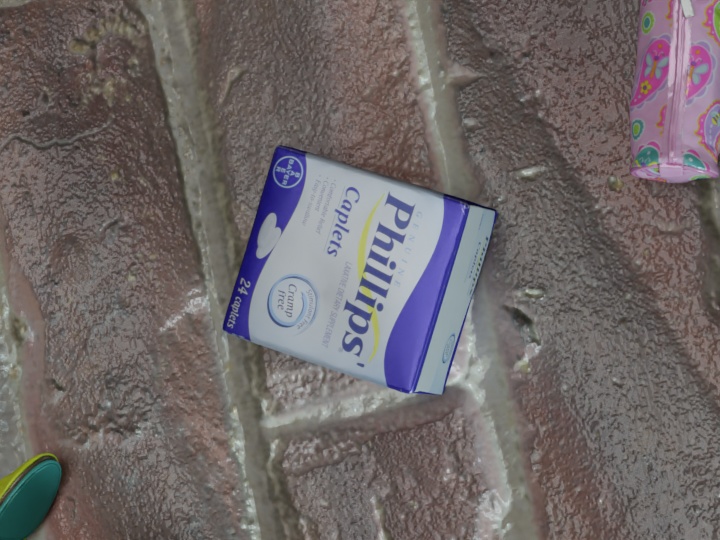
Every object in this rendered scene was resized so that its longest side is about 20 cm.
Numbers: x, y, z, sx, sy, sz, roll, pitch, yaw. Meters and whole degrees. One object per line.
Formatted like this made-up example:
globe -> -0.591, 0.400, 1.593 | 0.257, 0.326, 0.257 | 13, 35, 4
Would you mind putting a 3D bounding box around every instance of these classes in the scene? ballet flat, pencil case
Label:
ballet flat -> -0.364, 0.261, 1.915 | 0.067, 0.067, 0.201 | 28, 96, 38
pencil case -> 0.285, -0.179, 1.726 | 0.087, 0.087, 0.201 | 4, 87, 19

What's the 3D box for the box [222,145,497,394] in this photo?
box -> 0.000, 0.000, 1.793 | 0.199, 0.105, 0.185 | 17, 91, 18
